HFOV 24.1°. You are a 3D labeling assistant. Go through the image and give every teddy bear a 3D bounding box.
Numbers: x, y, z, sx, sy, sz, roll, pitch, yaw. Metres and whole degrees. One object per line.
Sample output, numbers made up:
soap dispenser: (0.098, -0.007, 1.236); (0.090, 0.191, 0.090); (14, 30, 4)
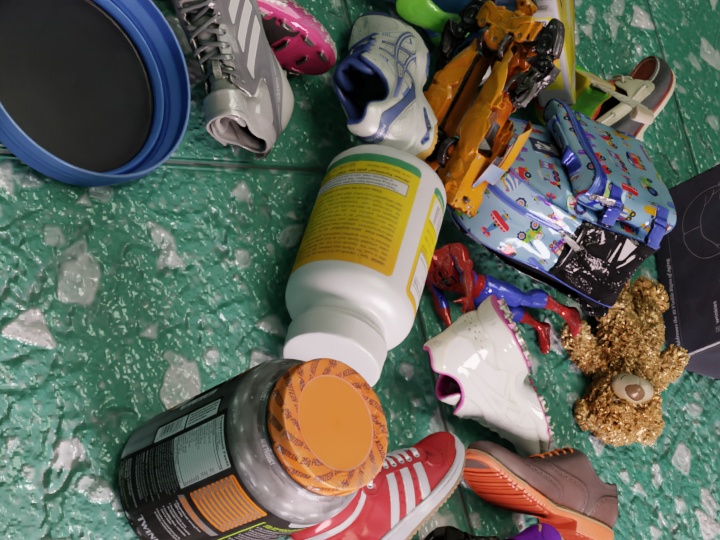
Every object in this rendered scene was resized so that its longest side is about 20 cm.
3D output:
teddy bear: (0.267, 0.076, 1.686); (0.145, 0.067, 0.200); (44, 46, -15)

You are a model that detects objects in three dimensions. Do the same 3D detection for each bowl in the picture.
bowl: (-0.229, -0.161, 1.359); (0.200, 0.039, 0.202); (20, 58, -36)

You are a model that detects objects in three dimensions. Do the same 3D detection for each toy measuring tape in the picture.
toy measuring tape: (0.227, -0.162, 1.709); (0.073, 0.200, 0.074); (-10, 117, -20)

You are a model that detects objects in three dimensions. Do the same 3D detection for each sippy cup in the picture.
sippy cup: (0.064, -0.307, 1.643); (0.130, 0.178, 0.140); (29, 94, -17)

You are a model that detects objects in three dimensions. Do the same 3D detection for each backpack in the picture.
backpack: (0.175, -0.077, 1.608); (0.199, 0.135, 0.183); (23, 31, -23)

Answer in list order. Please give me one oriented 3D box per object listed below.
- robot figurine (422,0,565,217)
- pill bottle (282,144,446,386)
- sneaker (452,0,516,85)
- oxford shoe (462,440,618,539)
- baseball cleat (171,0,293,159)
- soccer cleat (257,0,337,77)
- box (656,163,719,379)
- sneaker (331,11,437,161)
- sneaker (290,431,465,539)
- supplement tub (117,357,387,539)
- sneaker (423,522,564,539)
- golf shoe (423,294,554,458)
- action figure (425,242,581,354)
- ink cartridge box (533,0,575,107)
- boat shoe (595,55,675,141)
robot figurine: (0.110, -0.157, 1.535); (0.058, 0.145, 0.201); (29, 92, -47)
pill bottle: (0.000, 0.000, 1.442); (0.113, 0.113, 0.201); (36, 50, -25)
sneaker: (0.118, -0.236, 1.696); (0.082, 0.074, 0.200); (54, 33, -8)
oxford shoe: (0.162, 0.187, 1.526); (0.200, 0.071, 0.073); (34, 66, -39)
baseball cleat: (-0.114, -0.184, 1.419); (0.200, 0.069, 0.107); (57, 31, -30)
soccer cleat: (-0.096, -0.251, 1.501); (0.200, 0.070, 0.087); (30, 54, -29)
box: (0.423, -0.011, 1.777); (0.124, 0.196, 0.201); (17, 59, -37)
sneaker: (0.015, -0.181, 1.532); (0.088, 0.075, 0.201); (34, 28, -37)
sneaker: (0.007, 0.168, 1.399); (0.113, 0.071, 0.200); (56, 46, -12)
supplement tub: (-0.079, 0.138, 1.240); (0.122, 0.200, 0.123); (20, 58, -36)
sneaker: (0.103, 0.253, 1.448); (0.200, 0.069, 0.100); (-36, 94, -46)
golf shoe: (0.115, 0.107, 1.513); (0.075, 0.091, 0.200); (-116, -178, -49)
action figure: (0.119, 0.041, 1.565); (0.200, 0.065, 0.099); (29, 44, -30)
ink cartridge box: (0.180, -0.299, 1.643); (0.200, 0.047, 0.198); (74, 18, -50)
boat shoe: (0.280, -0.176, 1.819); (0.063, 0.071, 0.200); (46, 51, -13)
